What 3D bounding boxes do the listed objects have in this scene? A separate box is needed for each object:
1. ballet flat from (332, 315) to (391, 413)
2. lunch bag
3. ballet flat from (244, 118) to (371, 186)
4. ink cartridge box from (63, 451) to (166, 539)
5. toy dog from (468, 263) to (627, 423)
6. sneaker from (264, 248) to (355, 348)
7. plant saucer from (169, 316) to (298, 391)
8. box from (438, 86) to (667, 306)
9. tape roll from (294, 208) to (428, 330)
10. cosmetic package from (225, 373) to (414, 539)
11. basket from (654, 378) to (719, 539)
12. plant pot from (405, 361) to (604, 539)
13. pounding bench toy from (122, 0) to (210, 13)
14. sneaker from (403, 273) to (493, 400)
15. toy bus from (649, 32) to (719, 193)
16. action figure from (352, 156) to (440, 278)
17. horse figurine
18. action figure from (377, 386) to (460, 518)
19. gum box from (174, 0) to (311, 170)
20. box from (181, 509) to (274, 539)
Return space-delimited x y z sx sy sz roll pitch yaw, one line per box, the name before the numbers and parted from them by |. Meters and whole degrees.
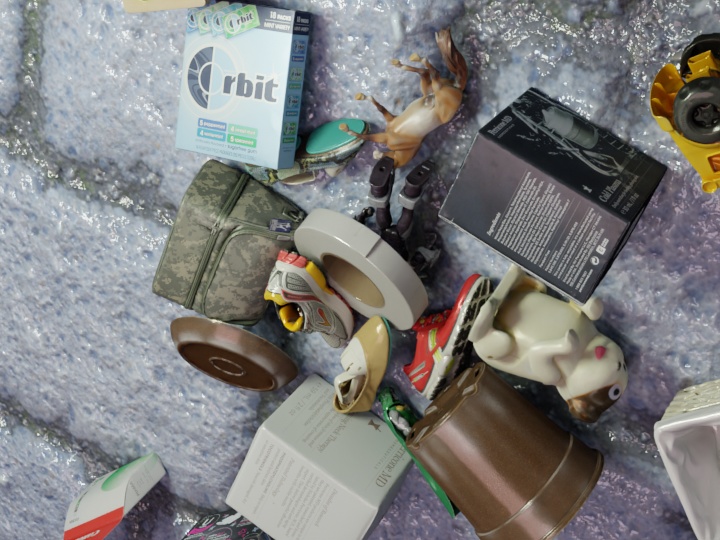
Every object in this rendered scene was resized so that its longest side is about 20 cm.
ballet flat | -0.001 0.138 1.732 0.201 0.062 0.069 101 149 -50
lunch bag | -0.179 -0.032 1.750 0.166 0.140 0.201 24 124 -4
ballet flat | -0.061 -0.152 1.675 0.198 0.074 0.075 -7 110 32
ink cartridge box | -0.423 0.383 2.027 0.160 0.200 0.050 -27 99 34
toy dog | 0.241 0.104 1.584 0.199 0.140 0.195 30 137 12
sneaker | -0.075 0.053 1.721 0.077 0.083 0.200 17 157 37
plant saucer | -0.187 0.127 1.815 0.198 0.032 0.201 18 156 8
box | 0.225 -0.091 1.459 0.195 0.200 0.125 31 122 11
tape roll | 0.000 0.000 1.654 0.202 0.037 0.203 35 161 14
cosmetic package | -0.052 0.294 1.807 0.199 0.167 0.167 33 124 10
basket | 0.462 0.235 1.532 0.134 0.123 0.202 -19 104 33
plant pot | 0.176 0.239 1.630 0.198 0.200 0.200 45 125 -3
pounding bench toy | -0.258 -0.402 1.598 0.197 0.156 0.126 1 114 28
sneaker | 0.109 0.081 1.683 0.085 0.077 0.202 39 121 25
toy bus | 0.440 -0.165 1.362 0.198 0.136 0.193 -22 115 31
action figure | 0.045 -0.056 1.650 0.128 0.070 0.201 17 137 8
horse figurine | 0.067 -0.204 1.561 0.132 0.050 0.200 27 121 -37
action figure | 0.090 0.245 1.762 0.055 0.118 0.200 -42 81 12
gum box | -0.155 -0.246 1.647 0.168 0.044 0.203 13 103 28
box | -0.176 0.453 1.982 0.198 0.115 0.133 -19 104 34
